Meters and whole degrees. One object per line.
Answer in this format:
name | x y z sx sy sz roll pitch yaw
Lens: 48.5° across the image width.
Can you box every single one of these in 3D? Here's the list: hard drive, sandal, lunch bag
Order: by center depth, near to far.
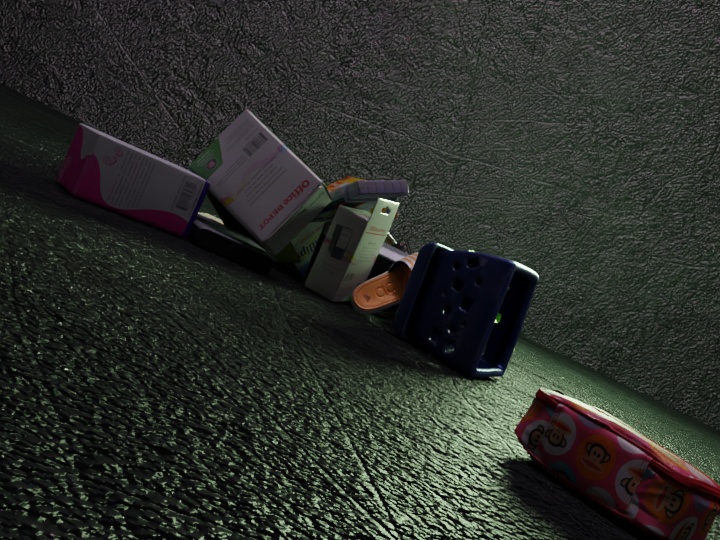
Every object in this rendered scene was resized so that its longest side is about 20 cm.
lunch bag | 0.278 0.209 0.848 0.176 0.082 0.199 28 2 -44
hard drive | -0.240 -0.054 1.396 0.139 0.033 0.200 24 4 -26
sandal | 0.078 0.021 1.468 0.080 0.205 0.059 58 -29 9
hard drive | 0.000 0.000 1.552 0.198 0.136 0.042 23 24 -2

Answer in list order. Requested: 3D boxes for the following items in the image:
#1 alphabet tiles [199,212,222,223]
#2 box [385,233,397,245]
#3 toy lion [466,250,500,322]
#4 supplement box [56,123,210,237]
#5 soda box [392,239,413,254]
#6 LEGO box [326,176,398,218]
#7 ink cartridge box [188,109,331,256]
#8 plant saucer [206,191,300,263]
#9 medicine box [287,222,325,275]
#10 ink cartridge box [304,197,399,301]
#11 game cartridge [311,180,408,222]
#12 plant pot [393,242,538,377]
alphabet tiles | -0.280 -0.092 1.841 0.194 0.015 0.200 26 3 3
box | 0.071 -0.043 1.790 0.200 0.041 0.039 50 1 -36
toy lion | 0.266 0.062 1.739 0.201 0.068 0.192 57 24 -25
supplement box | -0.357 -0.140 1.262 0.199 0.102 0.103 23 4 -41
soda box | 0.097 0.020 1.685 0.201 0.063 0.071 -103 171 -56
LEGO box | -0.034 -0.131 1.715 0.200 0.148 0.078 25 -42 63
ink cartridge box | -0.169 -0.148 1.361 0.200 0.145 0.088 44 -4 18
plant saucer | -0.222 -0.103 1.532 0.199 0.048 0.201 26 -31 47
medicine box | -0.159 -0.115 1.630 0.182 0.103 0.201 32 -25 59
ink cartridge box | -0.013 -0.048 1.445 0.067 0.202 0.117 28 9 21
game cartridge | -0.022 -0.125 1.485 0.129 0.039 0.199 -11 -5 -42
plant pot | 0.179 0.062 1.392 0.178 0.202 0.200 20 1 26
